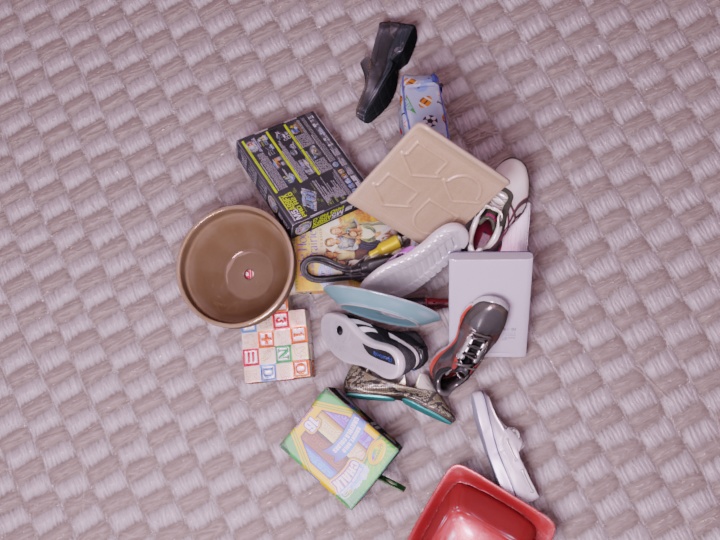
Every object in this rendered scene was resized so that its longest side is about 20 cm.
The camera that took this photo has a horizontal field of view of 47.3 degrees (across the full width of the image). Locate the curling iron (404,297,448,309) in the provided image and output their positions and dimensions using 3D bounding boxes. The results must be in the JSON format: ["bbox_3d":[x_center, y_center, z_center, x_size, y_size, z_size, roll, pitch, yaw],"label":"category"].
[{"bbox_3d":[0.120,0.063,1.414,0.198,0.026,0.050,7,45,6],"label":"curling iron"}]

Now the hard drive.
[{"bbox_3d":[0.210,0.058,1.346,0.131,0.025,0.201,0,126,6],"label":"hard drive"}]

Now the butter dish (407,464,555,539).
[{"bbox_3d":[0.176,0.445,1.281,0.199,0.148,0.201,30,104,10],"label":"butter dish"}]

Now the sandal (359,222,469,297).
[{"bbox_3d":[0.087,-0.016,1.341,0.202,0.082,0.050,-31,42,13],"label":"sandal"}]

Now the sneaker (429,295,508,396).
[{"bbox_3d":[0.181,0.131,1.333,0.077,0.082,0.201,22,123,-10],"label":"sneaker"}]

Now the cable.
[{"bbox_3d":[0.000,0.000,1.388,0.198,0.050,0.098,-10,108,1],"label":"cable"}]

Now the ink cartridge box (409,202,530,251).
[{"bbox_3d":[0.189,-0.068,1.422,0.198,0.050,0.110,6,83,8],"label":"ink cartridge box"}]

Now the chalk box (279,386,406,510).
[{"bbox_3d":[-0.012,0.303,1.349,0.200,0.125,0.124,40,87,11],"label":"chalk box"}]

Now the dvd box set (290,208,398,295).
[{"bbox_3d":[-0.031,-0.035,1.418,0.198,0.029,0.148,-2,77,-11],"label":"dvd box set"}]

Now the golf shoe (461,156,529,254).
[{"bbox_3d":[0.228,-0.098,1.353,0.077,0.088,0.201,22,84,10],"label":"golf shoe"}]

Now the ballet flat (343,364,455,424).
[{"bbox_3d":[0.071,0.198,1.389,0.198,0.068,0.076,14,74,11],"label":"ballet flat"}]

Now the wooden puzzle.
[{"bbox_3d":[0.105,-0.133,1.298,0.184,0.200,0.047,29,41,-24],"label":"wooden puzzle"}]

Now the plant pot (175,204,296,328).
[{"bbox_3d":[-0.198,0.000,1.369,0.199,0.093,0.203,-1,80,8],"label":"plant pot"}]

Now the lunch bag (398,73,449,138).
[{"bbox_3d":[0.105,-0.223,1.388,0.075,0.161,0.201,-2,60,0],"label":"lunch bag"}]

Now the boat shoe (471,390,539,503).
[{"bbox_3d":[0.238,0.290,1.358,0.065,0.074,0.202,-19,90,-1],"label":"boat shoe"}]

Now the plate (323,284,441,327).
[{"bbox_3d":[0.033,0.064,1.340,0.198,0.200,0.026,14,79,8],"label":"plate"}]

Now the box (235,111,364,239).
[{"bbox_3d":[-0.100,-0.169,1.421,0.159,0.044,0.201,-26,67,-22],"label":"box"}]

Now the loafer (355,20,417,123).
[{"bbox_3d":[0.032,-0.357,1.475,0.072,0.073,0.201,21,75,17],"label":"loafer"}]

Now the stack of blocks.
[{"bbox_3d":[-0.147,0.090,1.427,0.114,0.059,0.202,-7,81,4],"label":"stack of blocks"}]

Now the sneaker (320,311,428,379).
[{"bbox_3d":[0.031,0.124,1.403,0.199,0.111,0.074,28,114,40],"label":"sneaker"}]
